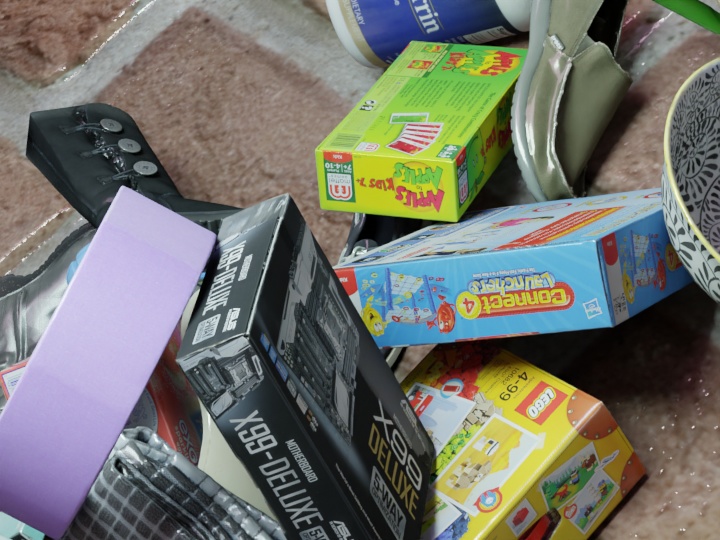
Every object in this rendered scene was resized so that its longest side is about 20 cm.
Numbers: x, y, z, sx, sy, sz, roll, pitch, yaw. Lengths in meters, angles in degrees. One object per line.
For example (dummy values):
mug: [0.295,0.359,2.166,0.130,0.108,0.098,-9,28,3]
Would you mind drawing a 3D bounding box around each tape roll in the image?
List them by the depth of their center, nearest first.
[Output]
tape roll: [-0.157,0.053,1.404,0.201,0.066,0.200,-62,5,9]

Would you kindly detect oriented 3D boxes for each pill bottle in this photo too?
pill bottle: [0.081,-0.230,1.845,0.199,0.116,0.116,-13,44,26]

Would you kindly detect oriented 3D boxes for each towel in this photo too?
towel: [-0.106,0.212,1.445,0.200,0.166,0.086,39,35,11]

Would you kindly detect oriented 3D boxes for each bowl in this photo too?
bowl: [0.263,-0.031,1.508,0.094,0.200,0.201,121,169,-53]

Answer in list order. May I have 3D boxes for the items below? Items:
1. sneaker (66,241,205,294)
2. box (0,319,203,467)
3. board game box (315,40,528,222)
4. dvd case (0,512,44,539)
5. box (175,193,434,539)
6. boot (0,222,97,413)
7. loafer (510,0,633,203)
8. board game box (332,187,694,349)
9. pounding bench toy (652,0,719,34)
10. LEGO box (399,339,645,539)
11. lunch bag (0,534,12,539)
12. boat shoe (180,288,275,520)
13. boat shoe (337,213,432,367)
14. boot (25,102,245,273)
sneaker: [-0.113,0.035,1.676,0.071,0.199,0.083,-54,42,23]
box: [-0.141,0.134,1.568,0.102,0.201,0.095,-21,2,17]
board game box: [0.052,-0.102,1.716,0.101,0.048,0.200,6,29,20]
dvd case: [-0.250,0.156,1.702,0.200,0.022,0.146,-34,29,52]
box: [-0.027,0.079,1.400,0.050,0.200,0.158,-21,25,19]
boot: [-0.214,0.046,1.834,0.200,0.070,0.132,-30,49,8]
loafer: [0.154,-0.134,1.709,0.069,0.075,0.201,-3,68,24]
board game box: [0.110,-0.003,1.560,0.195,0.056,0.200,-6,9,31]
pounding bench toy: [0.260,-0.211,1.665,0.200,0.156,0.124,-26,41,12]
LEGO box: [0.055,0.150,1.515,0.200,0.077,0.149,-47,40,-13]
lunch bag: [-0.251,0.269,1.551,0.077,0.161,0.200,14,61,43]
boat shoe: [-0.067,0.108,1.515,0.072,0.059,0.201,-19,69,26]
boat shoe: [0.000,0.000,1.715,0.072,0.063,0.200,-7,47,30]
boot: [-0.146,-0.057,1.810,0.200,0.164,0.066,43,118,50]
